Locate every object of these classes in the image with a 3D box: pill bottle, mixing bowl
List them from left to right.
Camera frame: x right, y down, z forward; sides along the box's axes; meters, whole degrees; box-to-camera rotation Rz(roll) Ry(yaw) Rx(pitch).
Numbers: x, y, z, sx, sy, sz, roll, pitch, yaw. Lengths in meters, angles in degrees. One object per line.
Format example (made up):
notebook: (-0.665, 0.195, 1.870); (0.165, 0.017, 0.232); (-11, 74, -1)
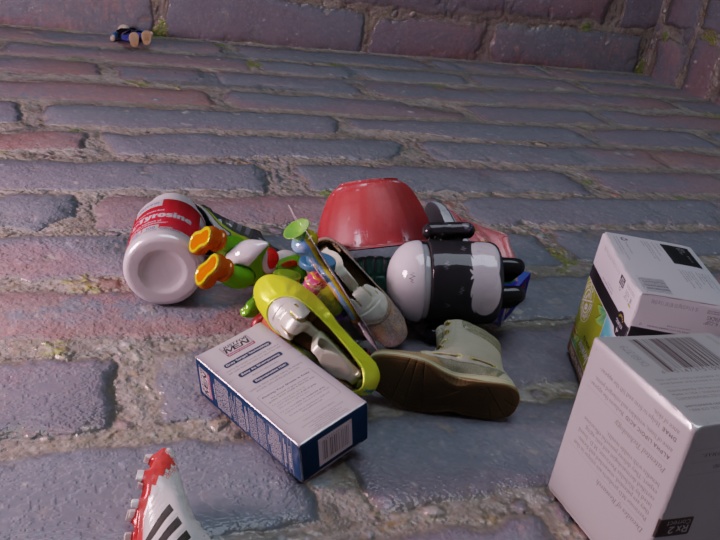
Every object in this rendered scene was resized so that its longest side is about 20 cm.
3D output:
pill bottle: (-0.288, -0.042, 1.284); (0.112, 0.113, 0.200); (5, 25, -10)
mixing bowl: (0.019, -0.088, 1.372); (0.199, 0.109, 0.200); (-6, 0, 0)

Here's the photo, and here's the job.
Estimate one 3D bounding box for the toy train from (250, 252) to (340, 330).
toy train: (-0.107, 0.051, 1.146); (0.084, 0.116, 0.200); (25, 29, 31)

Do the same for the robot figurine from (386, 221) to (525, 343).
robot figurine: (0.137, 0.017, 1.259); (0.199, 0.125, 0.151); (1, 39, -5)

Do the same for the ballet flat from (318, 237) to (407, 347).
ballet flat: (-0.009, 0.028, 1.225); (0.068, 0.067, 0.200); (-41, 66, -4)

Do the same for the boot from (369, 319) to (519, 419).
boot: (0.102, 0.118, 1.132); (0.199, 0.072, 0.155); (12, 25, -6)

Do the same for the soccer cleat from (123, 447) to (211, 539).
soccer cleat: (-0.172, 0.243, 0.784); (0.085, 0.069, 0.200); (13, 27, -14)

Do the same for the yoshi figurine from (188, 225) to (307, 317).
yoshi figurine: (-0.154, 0.006, 1.228); (0.200, 0.113, 0.112); (15, 6, -42)

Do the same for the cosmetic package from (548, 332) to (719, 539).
cosmetic package: (0.328, 0.192, 0.901); (0.164, 0.201, 0.165); (-1, 26, -22)

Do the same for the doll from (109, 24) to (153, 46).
doll: (-0.713, -0.736, 2.683); (0.136, 0.049, 0.200); (-17, 28, -27)

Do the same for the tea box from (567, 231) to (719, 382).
tea box: (0.383, 0.083, 1.156); (0.133, 0.198, 0.200); (9, 24, -2)

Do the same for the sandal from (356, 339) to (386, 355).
sandal: (-0.024, 0.127, 1.098); (0.075, 0.045, 0.200); (23, 28, 29)

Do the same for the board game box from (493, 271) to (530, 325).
board game box: (0.161, 0.014, 1.405); (0.199, 0.045, 0.134); (20, 27, 21)

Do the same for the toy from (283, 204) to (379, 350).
toy: (-0.047, 0.022, 1.097); (0.047, 0.200, 0.115); (-29, 35, -5)

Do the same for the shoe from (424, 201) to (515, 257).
shoe: (0.178, -0.049, 1.414); (0.091, 0.072, 0.200); (0, 32, -23)

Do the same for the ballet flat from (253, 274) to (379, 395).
ballet flat: (-0.058, 0.078, 1.039); (0.200, 0.067, 0.067); (42, 14, 7)

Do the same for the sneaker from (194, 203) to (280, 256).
sneaker: (-0.210, -0.049, 1.394); (0.200, 0.074, 0.081); (36, 26, 34)

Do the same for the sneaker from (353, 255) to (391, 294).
sneaker: (0.000, 0.000, 1.349); (0.199, 0.075, 0.088); (6, 20, -5)

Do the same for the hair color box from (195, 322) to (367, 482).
hair color box: (-0.093, 0.147, 0.993); (0.100, 0.061, 0.200); (-27, 42, -33)
